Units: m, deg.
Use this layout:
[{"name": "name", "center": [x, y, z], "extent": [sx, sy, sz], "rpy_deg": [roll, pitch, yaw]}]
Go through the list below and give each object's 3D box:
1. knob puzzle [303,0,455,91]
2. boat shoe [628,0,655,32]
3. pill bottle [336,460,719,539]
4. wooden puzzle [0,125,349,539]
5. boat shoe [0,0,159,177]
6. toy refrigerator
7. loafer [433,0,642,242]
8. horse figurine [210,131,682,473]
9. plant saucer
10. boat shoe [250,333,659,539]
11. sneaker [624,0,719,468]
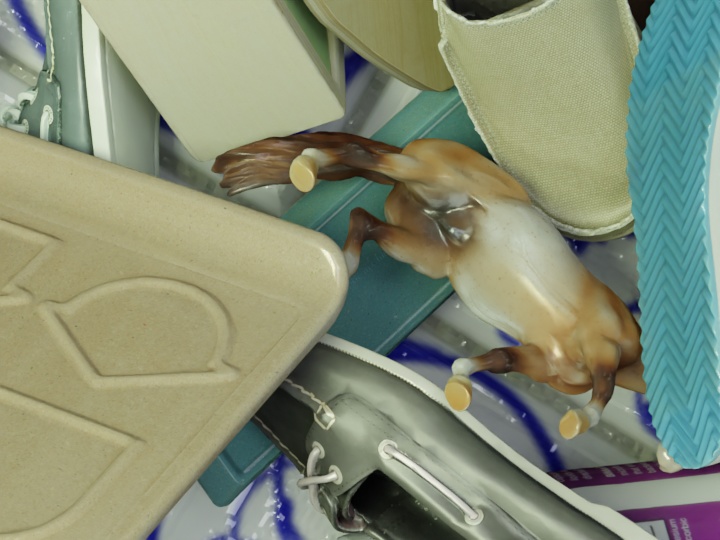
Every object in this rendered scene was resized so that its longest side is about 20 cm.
[{"name": "knob puzzle", "center": [0.014, -0.166, 0.991], "extent": [0.219, 0.030, 0.220], "rpy_deg": [-11, 105, -52]}, {"name": "boat shoe", "center": [0.096, -0.146, 1.005], "extent": [0.075, 0.075, 0.203], "rpy_deg": [-19, 107, -38]}, {"name": "pill bottle", "center": [0.093, 0.130, 1.002], "extent": [0.199, 0.112, 0.113], "rpy_deg": [-5, 89, -9]}, {"name": "wooden puzzle", "center": [-0.126, 0.042, 0.890], "extent": [0.185, 0.046, 0.200], "rpy_deg": [18, 49, 25]}, {"name": "boat shoe", "center": [-0.110, -0.046, 0.992], "extent": [0.062, 0.073, 0.201], "rpy_deg": [-4, 93, 14]}, {"name": "toy refrigerator", "center": [-0.070, -0.134, 0.934], "extent": [0.070, 0.200, 0.076], "rpy_deg": [-17, 48, 17]}, {"name": "loafer", "center": [0.060, -0.094, 0.967], "extent": [0.075, 0.068, 0.200], "rpy_deg": [-16, 111, 15]}, {"name": "horse figurine", "center": [0.043, 0.003, 0.956], "extent": [0.200, 0.132, 0.050], "rpy_deg": [41, 116, 16]}, {"name": "plant saucer", "center": [0.000, 0.000, 1.004], "extent": [0.200, 0.019, 0.070], "rpy_deg": [-42, 107, -25]}, {"name": "boat shoe", "center": [0.027, 0.085, 0.922], "extent": [0.200, 0.067, 0.057], "rpy_deg": [31, 63, 12]}, {"name": "sneaker", "center": [0.144, -0.030, 0.929], "extent": [0.081, 0.076, 0.201], "rpy_deg": [3, 83, -20]}]
